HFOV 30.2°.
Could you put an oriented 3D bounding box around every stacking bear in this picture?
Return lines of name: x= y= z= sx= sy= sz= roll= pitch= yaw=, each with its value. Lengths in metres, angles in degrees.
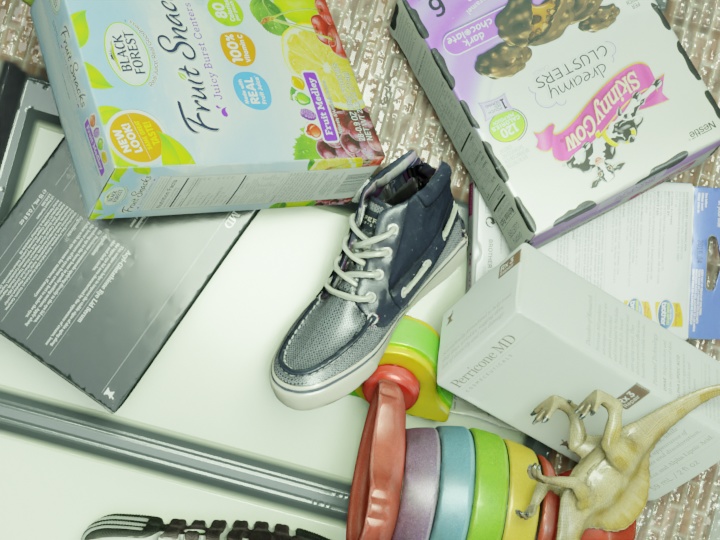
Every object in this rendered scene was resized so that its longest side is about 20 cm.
stacking bear: x=0.096 y=0.165 z=0.931 sx=0.198 sy=0.114 sz=0.122 roll=10 pitch=52 yaw=-5

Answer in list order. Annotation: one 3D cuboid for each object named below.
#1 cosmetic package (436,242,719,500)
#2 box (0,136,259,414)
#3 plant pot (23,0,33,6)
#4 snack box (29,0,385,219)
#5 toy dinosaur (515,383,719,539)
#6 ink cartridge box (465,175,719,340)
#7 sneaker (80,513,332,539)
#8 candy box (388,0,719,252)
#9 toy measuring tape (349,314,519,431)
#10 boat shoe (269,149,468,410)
cosmetic package: x=0.161 y=0.076 z=0.943 sx=0.199 sy=0.102 sz=0.074 roll=28 pitch=44 yaw=-17
box: x=-0.171 y=-0.022 z=0.949 sx=0.141 sy=0.079 sz=0.201 roll=36 pitch=85 yaw=-2
plant pot: x=-0.184 y=-0.283 z=0.896 sx=0.198 sy=0.190 sz=0.202 roll=0 pitch=89 yaw=-5
snack box: x=-0.103 y=-0.125 z=0.896 sx=0.199 sy=0.068 sz=0.170 roll=-7 pitch=64 yaw=-32
toy dinosaur: x=0.165 y=0.122 z=0.883 sx=0.101 sy=0.058 sz=0.200 roll=45 pitch=80 yaw=-22
ink cartridge box: x=0.179 y=-0.009 z=1.004 sx=0.198 sy=0.042 sz=0.121 roll=2 pitch=90 yaw=-3
sneaker: x=-0.104 y=0.243 z=0.961 sx=0.198 sy=0.076 sz=0.117 roll=5 pitch=94 yaw=5
candy box: x=0.142 y=-0.137 z=0.962 sx=0.167 sy=0.072 sz=0.201 roll=-27 pitch=80 yaw=-10
toy measuring tape: x=0.063 y=0.075 z=0.970 sx=0.198 sy=0.074 sz=0.074 roll=13 pitch=88 yaw=-1
boat shoe: x=0.000 y=0.000 z=0.926 sx=0.074 sy=0.093 sz=0.200 roll=20 pitch=52 yaw=31
